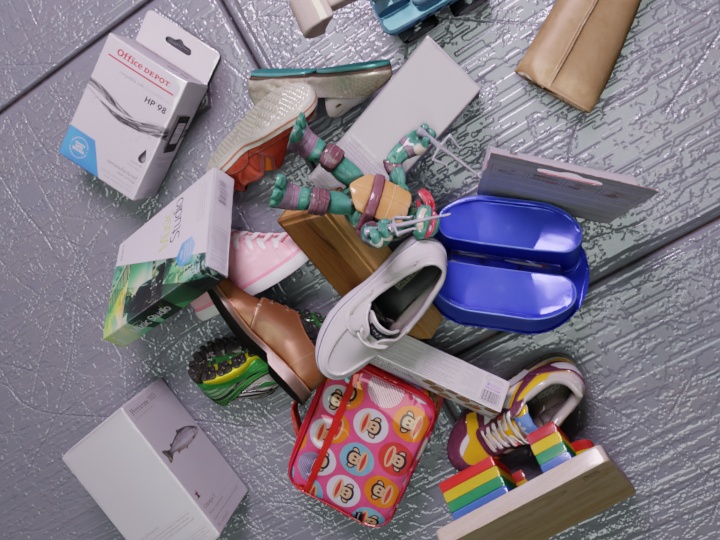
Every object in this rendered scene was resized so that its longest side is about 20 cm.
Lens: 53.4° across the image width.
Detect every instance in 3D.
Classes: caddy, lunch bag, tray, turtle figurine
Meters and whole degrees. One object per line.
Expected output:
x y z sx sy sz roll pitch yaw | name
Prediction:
0.163 -0.005 0.816 0.196 0.105 0.144 8 79 10 | caddy
-0.005 0.200 0.898 0.174 0.082 0.203 25 107 9 | lunch bag
0.000 0.000 0.817 0.098 0.037 0.201 -8 127 51 | tray
0.016 -0.074 0.707 0.197 0.151 0.101 18 144 -7 | turtle figurine

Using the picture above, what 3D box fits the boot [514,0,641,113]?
0.224 -0.300 0.767 0.173 0.066 0.202 29 105 4 | boot

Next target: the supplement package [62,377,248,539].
-0.263 0.267 0.936 0.117 0.117 0.201 -37 93 15 | supplement package

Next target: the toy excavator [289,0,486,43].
0.033 -0.297 0.732 0.192 0.200 0.101 -25 95 13 | toy excavator

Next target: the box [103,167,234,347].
-0.227 -0.013 0.844 0.199 0.146 0.036 -32 135 32 | box

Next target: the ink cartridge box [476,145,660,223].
0.206 -0.100 0.738 0.158 0.200 0.051 14 85 7 | ink cartridge box

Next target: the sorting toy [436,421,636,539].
0.198 0.254 0.826 0.198 0.199 0.070 -33 54 12 | sorting toy

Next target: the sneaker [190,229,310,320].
-0.144 -0.024 0.879 0.198 0.075 0.106 -27 100 18 | sneaker

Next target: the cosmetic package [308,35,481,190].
0.041 -0.157 0.805 0.090 0.107 0.201 39 103 -3 | cosmetic package

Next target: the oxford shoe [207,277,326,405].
-0.112 0.060 0.838 0.071 0.071 0.200 -42 87 -18 | oxford shoe

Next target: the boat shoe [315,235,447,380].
0.021 0.052 0.757 0.072 0.066 0.200 40 109 -18 | boat shoe

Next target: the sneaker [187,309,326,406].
-0.113 0.113 0.912 0.197 0.079 0.086 -17 134 6 | sneaker

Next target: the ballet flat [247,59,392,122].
-0.044 -0.204 0.822 0.197 0.067 0.063 6 114 33 | ballet flat

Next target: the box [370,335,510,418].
0.075 0.111 0.833 0.197 0.039 0.042 24 66 3 | box

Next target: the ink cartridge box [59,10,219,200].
-0.269 -0.204 0.872 0.115 0.067 0.202 31 104 4 | ink cartridge box

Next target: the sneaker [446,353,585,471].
0.179 0.179 0.852 0.075 0.090 0.200 45 104 -1 | sneaker

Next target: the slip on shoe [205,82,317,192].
-0.107 -0.150 0.824 0.061 0.075 0.199 32 141 -26 | slip on shoe
